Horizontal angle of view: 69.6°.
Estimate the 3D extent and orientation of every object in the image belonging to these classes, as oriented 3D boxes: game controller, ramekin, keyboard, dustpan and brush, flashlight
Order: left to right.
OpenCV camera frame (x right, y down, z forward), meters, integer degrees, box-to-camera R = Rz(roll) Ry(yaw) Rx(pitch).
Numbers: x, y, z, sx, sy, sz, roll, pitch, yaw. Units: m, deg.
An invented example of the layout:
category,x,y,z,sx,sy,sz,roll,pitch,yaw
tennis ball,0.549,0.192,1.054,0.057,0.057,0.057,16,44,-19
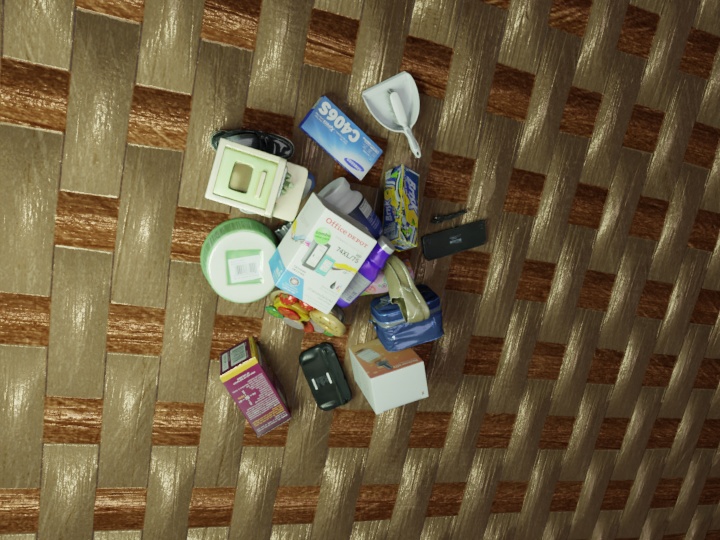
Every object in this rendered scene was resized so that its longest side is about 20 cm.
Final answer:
category,x,y,z,sx,sy,sz,roll,pitch,yaw
ramekin,-0.284,-0.019,1.251,0.197,0.098,0.203,-5,106,-17
flashlight,-0.129,-0.045,1.316,0.067,0.068,0.201,-28,109,20
game controller,-0.096,0.297,1.437,0.103,0.042,0.202,-18,109,3
dustpan and brush,0.104,-0.378,1.299,0.138,0.057,0.202,-28,111,-9
keyboard,0.260,-0.108,1.446,0.197,0.021,0.129,-16,115,-14

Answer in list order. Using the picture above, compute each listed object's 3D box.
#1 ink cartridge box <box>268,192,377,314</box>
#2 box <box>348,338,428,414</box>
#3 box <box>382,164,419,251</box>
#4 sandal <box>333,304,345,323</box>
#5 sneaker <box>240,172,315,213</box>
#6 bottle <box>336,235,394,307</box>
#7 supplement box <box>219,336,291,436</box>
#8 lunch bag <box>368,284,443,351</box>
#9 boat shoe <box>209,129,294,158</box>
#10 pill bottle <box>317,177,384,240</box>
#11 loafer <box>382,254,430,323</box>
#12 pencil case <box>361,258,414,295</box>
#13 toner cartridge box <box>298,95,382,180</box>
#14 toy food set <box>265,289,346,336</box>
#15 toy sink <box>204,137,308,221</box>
category,x,y,z,sx,sy,sz,roll,pitch,yaw
ink cartridge box,-0.089,-0.042,1.168,0.146,0.146,0.201,30,100,-24
box,0.072,0.270,1.390,0.150,0.200,0.108,-15,109,-14
box,0.101,-0.157,1.301,0.070,0.064,0.203,19,67,-40
sandal,-0.113,0.090,1.360,0.082,0.055,0.200,-45,113,-2
sneaker,-0.195,-0.180,1.243,0.198,0.088,0.076,-25,109,-11
bottle,0.000,0.000,1.261,0.083,0.065,0.200,39,111,-14
supplement box,-0.270,0.295,1.326,0.102,0.131,0.202,-28,111,-7
lunch bag,0.117,0.119,1.399,0.197,0.136,0.134,-16,109,-12
boat shoe,-0.248,-0.290,1.207,0.197,0.066,0.076,9,102,-20
pill bottle,-0.020,-0.126,1.299,0.115,0.116,0.201,-40,112,-4
loafer,0.099,0.045,1.297,0.067,0.076,0.201,-30,77,-19
pencil case,0.042,0.022,1.378,0.197,0.087,0.089,-10,108,-15
toner cartridge box,-0.047,-0.324,1.275,0.199,0.043,0.095,38,92,-23
toy food set,-0.138,0.110,1.293,0.199,0.197,0.049,32,65,-19
toy sink,-0.221,-0.192,1.131,0.198,0.112,0.132,17,96,-11
